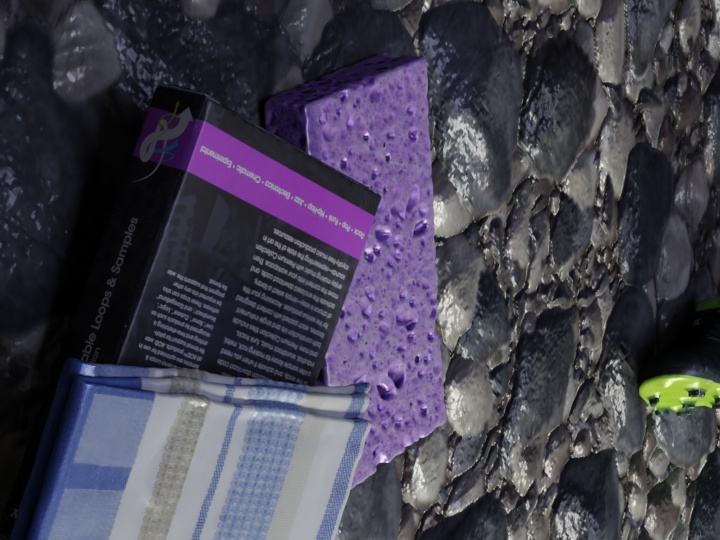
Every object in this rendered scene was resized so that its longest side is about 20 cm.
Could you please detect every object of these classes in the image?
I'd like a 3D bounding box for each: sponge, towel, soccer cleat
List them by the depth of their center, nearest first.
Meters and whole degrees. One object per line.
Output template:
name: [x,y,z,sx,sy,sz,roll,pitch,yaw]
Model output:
towel: [-0.075,0.111,0.826,0.199,0.024,0.148,10,99,-54]
sponge: [0.000,0.000,0.982,0.111,0.030,0.202,-27,118,-53]
soccer cleat: [0.241,0.058,1.352,0.199,0.067,0.082,6,73,-59]

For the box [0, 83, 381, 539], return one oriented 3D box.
box: [-0.071,0.037,0.850,0.143,0.036,0.202,27,80,-55]
